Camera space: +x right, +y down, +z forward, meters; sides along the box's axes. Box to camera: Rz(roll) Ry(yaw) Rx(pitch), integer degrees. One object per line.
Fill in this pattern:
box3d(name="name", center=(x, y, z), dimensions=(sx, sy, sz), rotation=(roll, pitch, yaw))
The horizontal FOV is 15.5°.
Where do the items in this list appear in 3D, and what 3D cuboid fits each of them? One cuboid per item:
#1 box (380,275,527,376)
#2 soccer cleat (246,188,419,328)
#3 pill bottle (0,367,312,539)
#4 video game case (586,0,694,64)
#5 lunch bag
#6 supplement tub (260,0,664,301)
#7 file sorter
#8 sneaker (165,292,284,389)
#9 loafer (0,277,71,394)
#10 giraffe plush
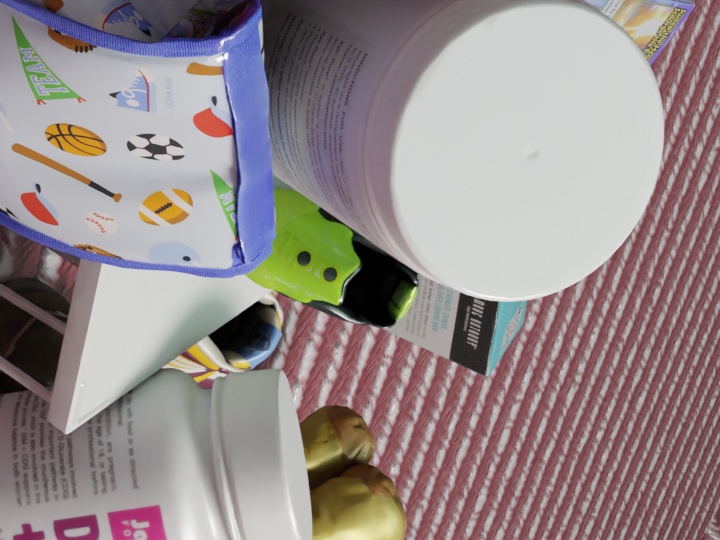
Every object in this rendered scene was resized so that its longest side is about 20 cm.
box3d(name="box", center=(-0.001, -0.021, 1.490), dimensions=(0.049, 0.199, 0.082), rotation=(-53, 161, -38))
box3d(name="soccer cleat", center=(0.000, 0.000, 1.338), dimensions=(0.068, 0.081, 0.200), rotation=(-61, 160, 9))
box3d(name="pill bottle", center=(-0.130, 0.110, 1.322), dimensions=(0.113, 0.199, 0.114), rotation=(-9, 90, -85))
box3d(name="video game case", center=(0.078, -0.116, 1.607), dimensions=(0.181, 0.046, 0.200), rotation=(8, 131, -38))
box3d(name="lunch bag", center=(-0.119, -0.097, 1.115), dimensions=(0.124, 0.200, 0.170), rotation=(-48, 156, -27))
box3d(name="supplement tub", center=(0.028, -0.075, 1.137), dimensions=(0.131, 0.200, 0.133), rotation=(-8, 111, -22))
box3d(name="file sorter", center=(-0.116, -0.044, 1.301), dimensions=(0.200, 0.124, 0.139), rotation=(-36, 150, -47))
box3d(name="sneaker", center=(-0.085, 0.037, 1.536), dimensions=(0.075, 0.090, 0.200), rotation=(-56, 159, -9))
box3d(name="loafer", center=(-0.153, 0.056, 1.424), dimensions=(0.073, 0.071, 0.200), rotation=(-61, 157, 4))
box3d(name="giraffe plush", center=(-0.083, 0.153, 1.639), dimensions=(0.199, 0.173, 0.162), rotation=(-25, 153, 3))
